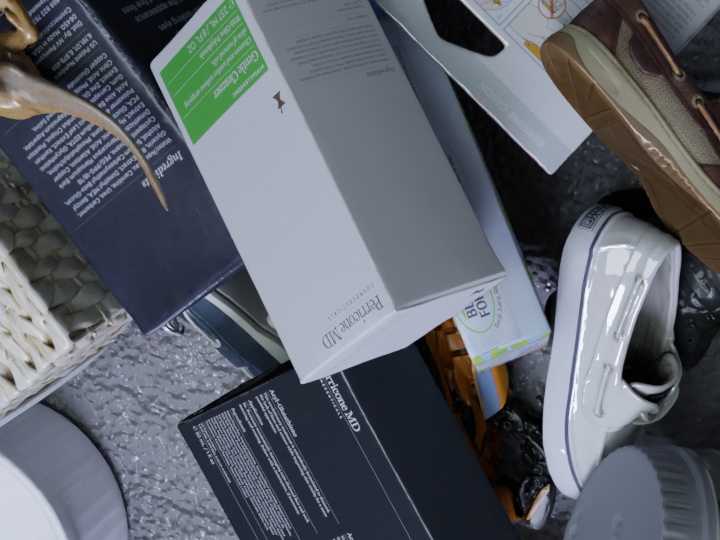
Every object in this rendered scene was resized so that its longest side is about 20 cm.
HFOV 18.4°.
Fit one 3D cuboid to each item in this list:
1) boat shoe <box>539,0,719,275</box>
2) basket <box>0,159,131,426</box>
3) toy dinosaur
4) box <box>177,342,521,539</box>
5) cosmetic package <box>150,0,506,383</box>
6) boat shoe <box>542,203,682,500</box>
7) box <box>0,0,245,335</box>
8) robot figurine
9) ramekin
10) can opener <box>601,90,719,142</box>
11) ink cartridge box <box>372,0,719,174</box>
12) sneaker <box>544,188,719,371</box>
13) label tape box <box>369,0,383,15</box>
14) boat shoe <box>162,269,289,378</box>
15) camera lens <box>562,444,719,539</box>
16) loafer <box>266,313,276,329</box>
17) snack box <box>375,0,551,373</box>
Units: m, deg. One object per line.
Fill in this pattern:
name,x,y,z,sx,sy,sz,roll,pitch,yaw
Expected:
boat shoe,0.184,-0.069,1.194,0.200,0.072,0.072,47,168,-9
basket,-0.215,0.006,1.423,0.123,0.200,0.136,-36,91,28
toy dinosaur,-0.190,-0.103,1.227,0.200,0.060,0.106,10,139,30
box,0.002,0.145,1.337,0.141,0.079,0.200,-26,93,41
cosmetic package,-0.019,-0.055,1.187,0.108,0.085,0.200,-41,71,49
boat shoe,0.153,0.057,1.273,0.066,0.072,0.200,23,125,33
box,-0.106,-0.098,1.326,0.117,0.197,0.200,-37,91,33
robot figurine,0.045,0.090,1.406,0.145,0.058,0.200,-9,105,31
ramekin,-0.262,0.184,1.572,0.200,0.098,0.201,9,114,22
can opener,0.224,-0.070,1.256,0.200,0.079,0.063,24,126,27
ink cartridge box,0.096,-0.182,1.223,0.200,0.044,0.174,44,93,-6
sneaker,0.202,0.011,1.301,0.200,0.060,0.104,9,118,23
label tape box,-0.015,-0.252,1.299,0.200,0.066,0.143,42,122,-1
boat shoe,-0.096,0.009,1.412,0.062,0.075,0.200,-27,126,35
camera lens,0.229,0.190,1.261,0.200,0.160,0.160,14,120,-16
loafer,0.000,0.000,1.315,0.063,0.200,0.072,31,115,2
snack box,0.051,-0.044,1.275,0.053,0.142,0.200,-22,84,3
